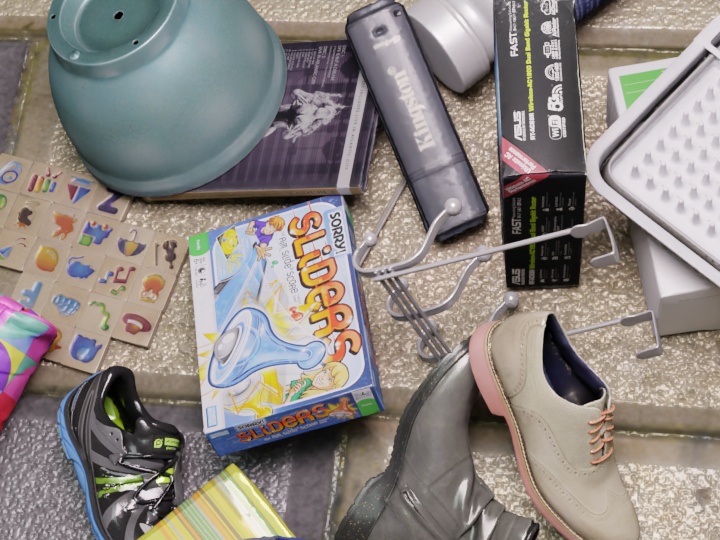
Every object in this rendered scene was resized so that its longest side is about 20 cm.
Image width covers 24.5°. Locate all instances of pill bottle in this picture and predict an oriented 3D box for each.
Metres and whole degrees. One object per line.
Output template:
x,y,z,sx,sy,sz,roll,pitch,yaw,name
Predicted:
0.136,-0.239,1.374,0.200,0.111,0.111,-39,65,-8,pill bottle

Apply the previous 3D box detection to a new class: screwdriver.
0.000,0.000,1.344,0.029,0.028,0.200,32,69,4,screwdriver

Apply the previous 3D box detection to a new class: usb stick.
0.045,-0.122,1.341,0.055,0.033,0.201,-23,87,15,usb stick

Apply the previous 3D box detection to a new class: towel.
-0.143,0.233,1.203,0.200,0.018,0.086,-38,73,-10,towel

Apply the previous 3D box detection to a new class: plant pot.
-0.178,-0.180,1.373,0.199,0.134,0.201,-10,58,17,plant pot

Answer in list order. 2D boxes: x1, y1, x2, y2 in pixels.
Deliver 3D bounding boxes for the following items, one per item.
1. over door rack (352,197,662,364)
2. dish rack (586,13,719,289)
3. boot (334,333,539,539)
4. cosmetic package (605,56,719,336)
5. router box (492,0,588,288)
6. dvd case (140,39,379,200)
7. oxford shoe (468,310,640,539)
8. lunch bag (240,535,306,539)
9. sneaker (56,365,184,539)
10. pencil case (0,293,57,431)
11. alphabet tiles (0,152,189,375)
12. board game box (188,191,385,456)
0.113,0.009,1.227,0.199,0.148,0.067,-4,58,25,over door rack
0.282,-0.083,1.225,0.172,0.044,0.200,40,74,19,dish rack
0.080,0.160,1.222,0.130,0.068,0.201,31,95,18,boot
0.260,-0.060,1.286,0.107,0.085,0.201,-10,64,2,cosmetic package
0.134,-0.094,1.258,0.062,0.200,0.151,-2,65,5,router box
-0.078,-0.127,1.393,0.199,0.016,0.149,-1,60,21,dvd case
0.152,0.120,1.188,0.071,0.074,0.200,-41,102,-44,oxford shoe
-0.039,0.253,1.131,0.136,0.199,0.133,-22,58,48,lunch bag
-0.167,0.158,1.264,0.083,0.071,0.200,-45,59,26,sneaker
-0.319,0.111,1.313,0.088,0.088,0.201,21,73,18,pencil case
-0.249,-0.005,1.398,0.199,0.008,0.168,15,69,16,alphabet tiles
-0.061,0.039,1.296,0.135,0.035,0.201,-17,49,7,board game box
